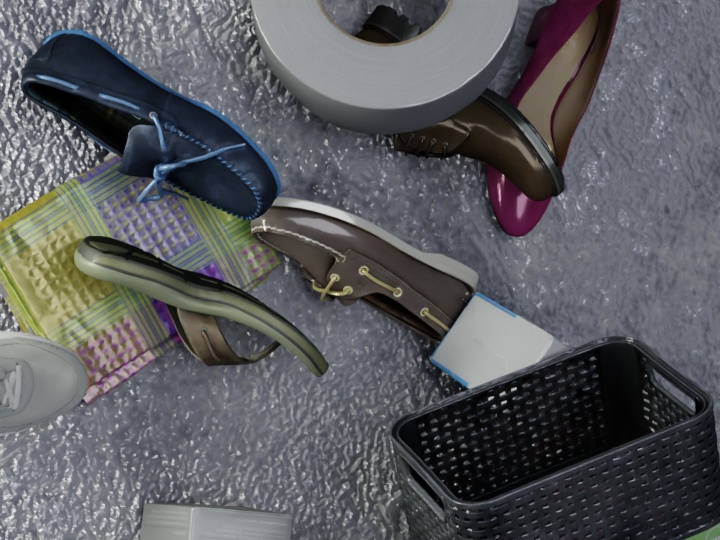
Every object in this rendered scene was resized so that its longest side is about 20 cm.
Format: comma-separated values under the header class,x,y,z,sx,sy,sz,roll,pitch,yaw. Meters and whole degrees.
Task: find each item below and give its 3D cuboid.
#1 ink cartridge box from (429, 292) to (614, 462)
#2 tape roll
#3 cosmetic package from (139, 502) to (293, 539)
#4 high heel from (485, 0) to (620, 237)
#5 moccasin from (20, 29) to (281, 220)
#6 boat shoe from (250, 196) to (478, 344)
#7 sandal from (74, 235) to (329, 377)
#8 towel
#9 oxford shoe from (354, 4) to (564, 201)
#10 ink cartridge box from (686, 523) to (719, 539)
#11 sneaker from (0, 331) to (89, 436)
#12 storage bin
class,x,y,z,sx,sy,sz,roll,pitch,yaw
ink cartridge box,0.163,0.106,1.570,0.200,0.116,0.068,36,88,-33
tape roll,0.018,-0.205,1.533,0.199,0.066,0.201,0,76,1
cosmetic package,-0.112,0.266,1.457,0.090,0.107,0.201,7,85,-26
high heel,0.152,-0.127,1.619,0.067,0.096,0.201,13,80,-24
moccasin,-0.153,-0.089,1.463,0.199,0.081,0.068,30,47,8
boat shoe,0.000,0.000,1.550,0.199,0.072,0.060,23,76,-31
sandal,-0.116,0.034,1.474,0.200,0.080,0.058,23,93,-16
towel,-0.168,-0.009,1.498,0.200,0.023,0.144,-35,100,-24
oxford shoe,0.066,-0.108,1.582,0.200,0.073,0.085,37,76,5
ink cartridge box,0.243,0.288,1.529,0.117,0.067,0.201,-18,93,-26
sneaker,-0.275,0.085,1.393,0.199,0.092,0.076,-1,99,-24
storage bin,0.135,0.138,1.419,0.199,0.135,0.094,-19,118,-17
